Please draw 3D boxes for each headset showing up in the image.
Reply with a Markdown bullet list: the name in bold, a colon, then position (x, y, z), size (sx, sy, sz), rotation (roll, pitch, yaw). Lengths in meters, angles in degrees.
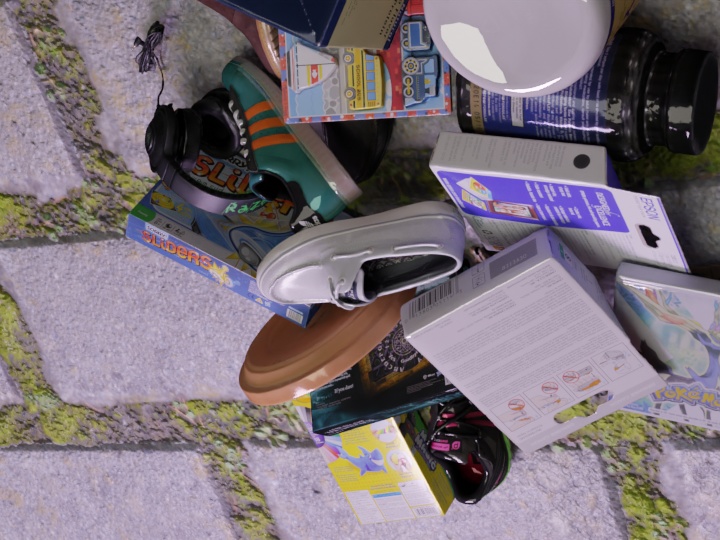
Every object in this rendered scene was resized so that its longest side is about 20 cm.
- **headset**: position (-0.152, -0.143, 1.514), size (0.200, 0.123, 0.094), rotation (50, 138, 21)

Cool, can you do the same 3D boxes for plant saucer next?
- **plant saucer**: position (-0.036, 0.051, 1.524), size (0.200, 0.200, 0.032), rotation (-22, 113, 38)

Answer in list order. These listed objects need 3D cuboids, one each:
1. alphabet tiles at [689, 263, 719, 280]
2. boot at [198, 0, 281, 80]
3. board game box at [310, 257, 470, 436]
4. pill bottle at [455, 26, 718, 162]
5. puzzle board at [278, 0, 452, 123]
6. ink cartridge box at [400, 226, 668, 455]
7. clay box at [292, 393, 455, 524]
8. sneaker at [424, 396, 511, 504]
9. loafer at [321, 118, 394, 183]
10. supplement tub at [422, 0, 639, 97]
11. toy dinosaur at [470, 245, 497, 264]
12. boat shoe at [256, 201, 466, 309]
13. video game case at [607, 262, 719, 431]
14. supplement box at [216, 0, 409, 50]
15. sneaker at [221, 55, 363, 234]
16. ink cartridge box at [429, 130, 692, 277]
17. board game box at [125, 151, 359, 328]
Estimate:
- **alphabet tiles**: position (0.397, 0.061, 1.420), size (0.200, 0.008, 0.167), rotation (-5, 118, 31)
- **boot**: position (-0.134, -0.267, 1.464), size (0.166, 0.072, 0.200), rotation (6, 126, 40)
- **board game box**: position (0.029, 0.076, 1.566), size (0.200, 0.135, 0.028), rotation (-20, 154, 37)
- **pill bottle**: position (0.189, -0.149, 1.319), size (0.200, 0.112, 0.112), rotation (10, 126, 24)
- **puzzle board**: position (-0.001, -0.229, 1.355), size (0.151, 0.017, 0.200), rotation (-2, 94, 15)
- **ink cartridge box**: position (0.158, 0.067, 1.433), size (0.161, 0.050, 0.200), rotation (-30, 127, 24)
- **clay box**: position (0.010, 0.175, 1.688), size (0.115, 0.048, 0.200), rotation (-13, 113, 35)
- **sneaker**: position (0.102, 0.149, 1.593), size (0.077, 0.084, 0.200), rotation (-6, 117, 31)
- **loafer**: position (-0.012, -0.159, 1.451), size (0.073, 0.072, 0.200), rotation (15, 128, 18)
- **supplement tub**: position (0.148, -0.236, 1.223), size (0.145, 0.200, 0.145), rotation (15, 128, 20)
- **toy dinosaur**: position (0.172, 0.056, 1.522), size (0.101, 0.058, 0.200), rotation (-4, 112, 48)
- **boat shoe**: position (0.000, 0.000, 1.419), size (0.200, 0.069, 0.072), rotation (-12, 135, 11)
- **video game case**: position (0.325, 0.080, 1.429), size (0.200, 0.022, 0.182), rotation (12, 137, 16)
- **supplement box**: position (-0.024, -0.289, 1.241), size (0.134, 0.200, 0.200), rotation (26, 104, 12)
- **sneaker**: position (-0.084, -0.117, 1.466), size (0.200, 0.080, 0.071), rotation (51, 180, 30)
- **ink cartridge box**: position (0.181, -0.054, 1.368), size (0.200, 0.043, 0.198), rotation (11, 163, 23)
- **board game box**: position (-0.107, -0.040, 1.545), size (0.200, 0.135, 0.034), rotation (26, 137, 10)
